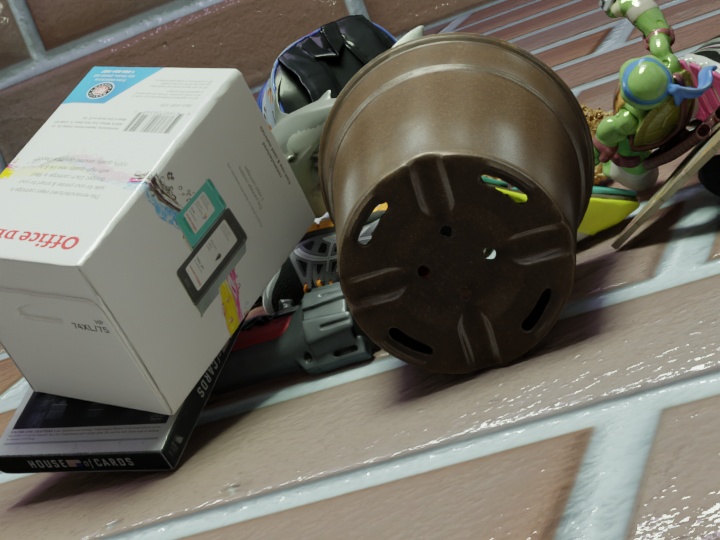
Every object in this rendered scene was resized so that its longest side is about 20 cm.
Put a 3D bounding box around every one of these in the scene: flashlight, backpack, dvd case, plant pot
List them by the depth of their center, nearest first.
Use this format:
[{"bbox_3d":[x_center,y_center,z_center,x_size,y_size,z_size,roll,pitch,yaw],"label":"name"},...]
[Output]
[{"bbox_3d":[0.063,-0.039,1.203,0.200,0.201,0.198,-20,19,11],"label":"plant pot"},{"bbox_3d":[-0.163,0.064,1.299,0.150,0.025,0.200,-5,42,29],"label":"dvd case"},{"bbox_3d":[-0.086,0.054,1.329,0.200,0.068,0.068,-19,17,21],"label":"flashlight"},{"bbox_3d":[-0.008,-0.151,1.813,0.200,0.191,0.154,-28,-3,-28],"label":"backpack"}]

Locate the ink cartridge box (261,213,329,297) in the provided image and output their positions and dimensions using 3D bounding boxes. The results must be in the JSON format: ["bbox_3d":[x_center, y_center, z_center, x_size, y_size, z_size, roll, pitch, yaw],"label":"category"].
[{"bbox_3d":[-0.001,-0.030,1.496,0.200,0.044,0.094,-19,-27,15],"label":"ink cartridge box"}]

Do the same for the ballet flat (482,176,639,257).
[{"bbox_3d":[0.113,-0.040,1.354,0.200,0.067,0.067,7,1,-17],"label":"ballet flat"}]

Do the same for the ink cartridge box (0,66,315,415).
[{"bbox_3d":[-0.161,-0.025,1.260,0.147,0.146,0.200,6,48,37],"label":"ink cartridge box"}]

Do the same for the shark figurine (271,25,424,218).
[{"bbox_3d":[-0.039,-0.114,1.352,0.128,0.090,0.214,2,-24,-23],"label":"shark figurine"}]

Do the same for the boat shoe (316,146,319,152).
[{"bbox_3d":[-0.076,-0.084,1.552,0.200,0.071,0.072,-27,6,-42],"label":"boat shoe"}]

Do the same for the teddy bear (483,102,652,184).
[{"bbox_3d":[0.180,-0.106,1.606,0.200,0.067,0.145,1,35,48],"label":"teddy bear"}]

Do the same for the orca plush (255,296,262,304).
[{"bbox_3d":[-0.034,-0.034,1.619,0.200,0.071,0.105,-20,12,13],"label":"orca plush"}]

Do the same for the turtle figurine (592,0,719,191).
[{"bbox_3d":[0.184,-0.141,1.378,0.200,0.144,0.194,-4,-13,17],"label":"turtle figurine"}]

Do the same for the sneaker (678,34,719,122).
[{"bbox_3d":[0.325,-0.173,1.579,0.087,0.074,0.200,-29,7,-1],"label":"sneaker"}]

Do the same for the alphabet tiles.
[{"bbox_3d":[0.270,-0.110,1.282,0.167,0.008,0.200,-45,-3,-39],"label":"alphabet tiles"}]

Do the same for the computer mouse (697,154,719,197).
[{"bbox_3d":[0.320,-0.071,1.245,0.059,0.034,0.200,-13,7,-40],"label":"computer mouse"}]

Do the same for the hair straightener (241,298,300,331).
[{"bbox_3d":[-0.071,0.054,1.398,0.200,0.041,0.077,-22,10,24],"label":"hair straightener"}]

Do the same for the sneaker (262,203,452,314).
[{"bbox_3d":[0.000,0.000,1.415,0.200,0.078,0.077,-28,40,31],"label":"sneaker"}]
